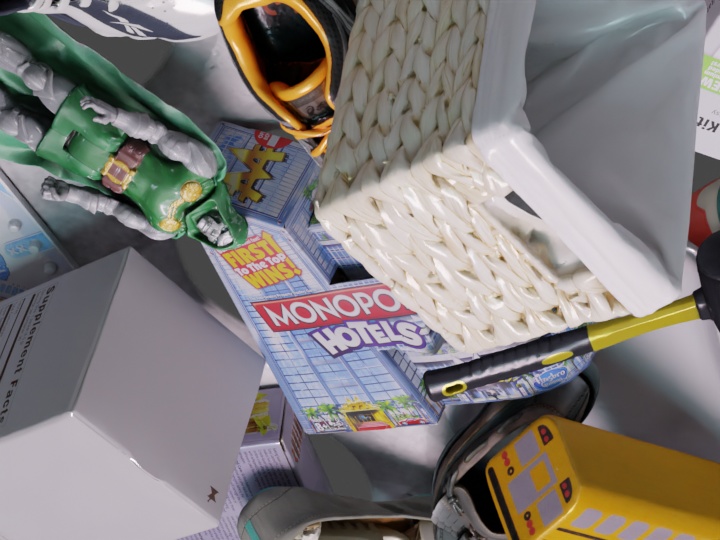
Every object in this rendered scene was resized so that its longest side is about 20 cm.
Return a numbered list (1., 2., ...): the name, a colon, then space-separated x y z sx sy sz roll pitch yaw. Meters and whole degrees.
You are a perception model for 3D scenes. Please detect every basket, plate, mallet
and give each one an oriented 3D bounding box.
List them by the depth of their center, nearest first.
1. basket: 0.072 -0.077 1.048 0.123 0.201 0.135 -22 130 35
2. mallet: 0.127 0.027 1.191 0.198 0.041 0.066 -12 133 5
3. plate: 0.126 0.041 1.307 0.198 0.032 0.200 2 139 27

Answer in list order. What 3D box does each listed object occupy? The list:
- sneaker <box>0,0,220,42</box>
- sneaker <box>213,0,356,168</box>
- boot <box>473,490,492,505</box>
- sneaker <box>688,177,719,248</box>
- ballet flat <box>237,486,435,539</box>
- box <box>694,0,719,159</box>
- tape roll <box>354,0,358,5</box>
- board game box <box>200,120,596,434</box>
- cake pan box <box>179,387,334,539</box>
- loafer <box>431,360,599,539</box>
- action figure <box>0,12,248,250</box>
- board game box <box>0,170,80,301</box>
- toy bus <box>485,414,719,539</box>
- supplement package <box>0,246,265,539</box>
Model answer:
1. sneaker: -0.150 -0.148 1.086 0.198 0.130 0.080 26 111 -14
2. sneaker: -0.014 -0.086 1.109 0.078 0.077 0.200 -27 116 25
3. boot: 0.146 0.155 1.405 0.198 0.076 0.074 3 180 5
4. sneaker: 0.254 0.009 1.269 0.199 0.071 0.093 33 147 -25
5. ballet flat: 0.015 0.178 1.421 0.199 0.064 0.068 8 121 -31
6. box: 0.255 -0.125 1.139 0.155 0.041 0.200 18 136 -11
7. tape roll: 0.055 -0.186 1.100 0.201 0.037 0.204 3 136 3
8. board game box: 0.000 0.000 1.250 0.199 0.062 0.200 -8 132 41
9. cake pan box: -0.107 0.166 1.479 0.183 0.053 0.201 -7 135 16
10. loafer: 0.081 0.125 1.330 0.071 0.063 0.201 24 133 2
11. action figure: -0.144 -0.071 1.187 0.199 0.055 0.118 31 124 -5
12. board game box: -0.271 0.013 1.355 0.199 0.026 0.200 -17 132 22
13. toy bus: 0.160 0.143 1.285 0.199 0.065 0.078 18 129 -40
14. supplement package: -0.174 0.091 1.298 0.199 0.120 0.121 -20 130 38
